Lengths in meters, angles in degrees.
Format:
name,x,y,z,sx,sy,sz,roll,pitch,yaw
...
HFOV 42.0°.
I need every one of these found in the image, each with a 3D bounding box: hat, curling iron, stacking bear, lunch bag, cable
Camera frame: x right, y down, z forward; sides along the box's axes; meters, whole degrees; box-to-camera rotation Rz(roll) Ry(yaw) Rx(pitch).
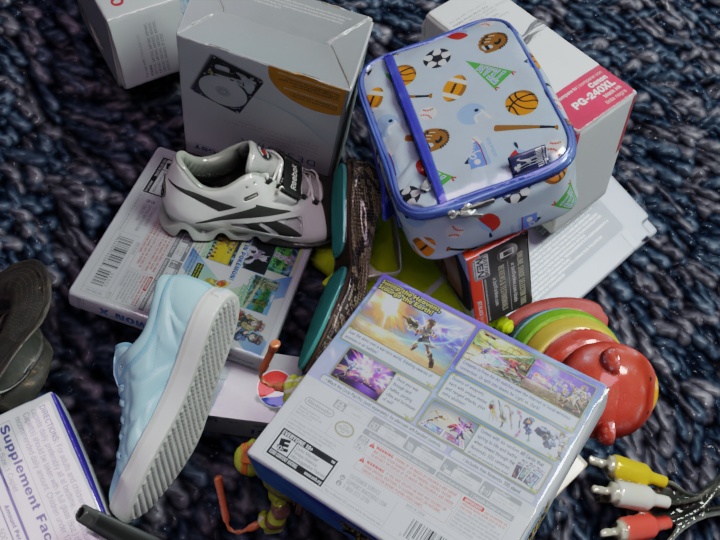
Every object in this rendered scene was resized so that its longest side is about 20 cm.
name,x,y,z,sx,sy,sz,roll,pitch,yaw
hat,-0.320,0.089,0.791,0.198,0.081,0.202,-22,38,18
curling iron,-0.146,0.220,0.743,0.199,0.025,0.050,36,66,-41
stacking bear,0.184,0.089,0.795,0.112,0.200,0.124,9,92,-7
lunch bag,0.080,-0.107,0.756,0.158,0.076,0.202,-17,50,2
cable,0.302,0.219,0.862,0.196,0.050,0.099,0,68,-8

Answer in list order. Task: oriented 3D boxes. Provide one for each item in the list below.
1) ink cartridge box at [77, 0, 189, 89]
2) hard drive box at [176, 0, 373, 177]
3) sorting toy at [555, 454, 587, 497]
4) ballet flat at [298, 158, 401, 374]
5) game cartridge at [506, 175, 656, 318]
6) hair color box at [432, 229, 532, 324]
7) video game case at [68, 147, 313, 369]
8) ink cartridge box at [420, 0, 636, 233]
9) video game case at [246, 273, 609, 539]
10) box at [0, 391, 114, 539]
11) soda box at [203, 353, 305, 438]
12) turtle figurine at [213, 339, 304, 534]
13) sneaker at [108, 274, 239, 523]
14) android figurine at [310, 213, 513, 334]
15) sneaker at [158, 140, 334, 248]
name,x,y,z,sx,sy,sz,roll,pitch,yaw
ink cartridge box,-0.175,-0.282,0.935,0.198,0.083,0.146,-24,54,-17
hard drive box,-0.082,-0.166,0.866,0.153,0.200,0.078,17,68,0
sorting toy,0.064,0.217,0.748,0.199,0.199,0.070,-38,73,-20
ballet flat,0.000,0.000,0.821,0.074,0.068,0.203,15,71,-15
game cartridge,0.190,-0.030,0.948,0.199,0.041,0.134,-37,82,-19
hair color box,0.078,-0.060,0.831,0.060,0.102,0.201,-25,51,-7
video game case,-0.140,-0.018,0.860,0.180,0.022,0.202,18,48,1
ink cartridge box,0.152,-0.159,0.906,0.083,0.146,0.200,-34,62,-20
video game case,0.049,0.118,0.680,0.198,0.046,0.182,27,62,24
box,-0.292,0.228,0.736,0.198,0.105,0.186,-25,75,-16
soda box,-0.044,0.118,0.836,0.196,0.068,0.064,8,67,-5
turtle figurine,-0.036,0.158,0.769,0.158,0.203,0.065,11,25,-7
sneaker,-0.168,0.099,0.761,0.081,0.074,0.203,22,87,19
android figurine,0.050,0.014,0.870,0.199,0.041,0.182,35,67,30
sneaker,-0.080,-0.074,0.851,0.197,0.089,0.075,-3,49,-19
